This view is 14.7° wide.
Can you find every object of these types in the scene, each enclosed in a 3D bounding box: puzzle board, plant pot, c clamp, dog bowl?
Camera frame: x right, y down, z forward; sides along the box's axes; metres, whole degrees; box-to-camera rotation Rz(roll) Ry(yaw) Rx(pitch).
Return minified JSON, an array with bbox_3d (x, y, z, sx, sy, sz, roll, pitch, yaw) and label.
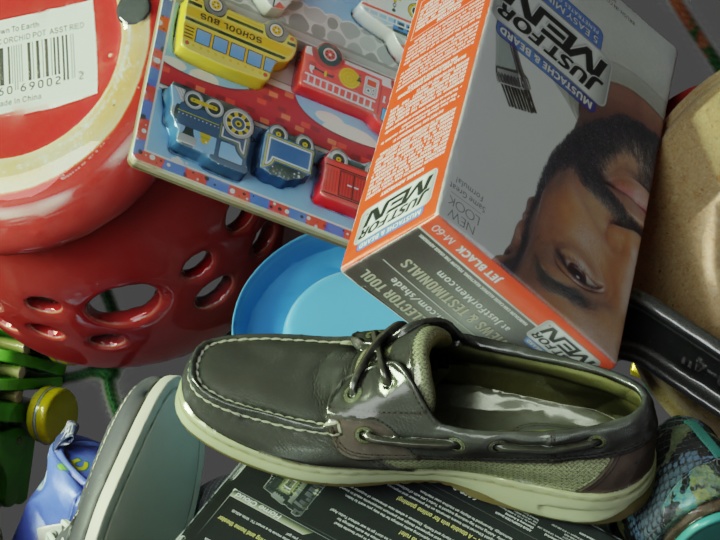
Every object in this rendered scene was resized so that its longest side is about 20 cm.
[{"bbox_3d":[0.000,-0.078,1.254,0.017,0.200,0.151,-41,34,52],"label":"puzzle board"},{"bbox_3d":[-0.135,-0.074,1.328,0.200,0.183,0.201,-6,68,14],"label":"plant pot"},{"bbox_3d":[0.135,0.094,1.229,0.200,0.027,0.171,29,124,29],"label":"c clamp"},{"bbox_3d":[0.014,0.072,1.244,0.111,0.050,0.200,-19,59,-5],"label":"dog bowl"}]

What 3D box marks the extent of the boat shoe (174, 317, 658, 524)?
[{"bbox_3d":[0.024,0.049,1.137,0.200,0.066,0.072,11,44,6],"label":"boat shoe"}]

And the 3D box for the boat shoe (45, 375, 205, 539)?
[{"bbox_3d":[-0.130,0.137,1.270,0.063,0.073,0.201,16,86,31],"label":"boat shoe"}]

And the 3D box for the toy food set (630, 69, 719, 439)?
[{"bbox_3d":[0.200,-0.011,1.223,0.198,0.049,0.201,19,92,31],"label":"toy food set"}]

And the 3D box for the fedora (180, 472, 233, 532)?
[{"bbox_3d":[-0.039,0.201,1.296,0.176,0.090,0.201,18,83,30],"label":"fedora"}]

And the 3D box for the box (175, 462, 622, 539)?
[{"bbox_3d":[0.018,0.150,1.124,0.200,0.044,0.160,26,55,21],"label":"box"}]

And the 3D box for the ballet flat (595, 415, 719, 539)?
[{"bbox_3d":[0.110,0.137,1.215,0.074,0.074,0.200,55,133,26],"label":"ballet flat"}]

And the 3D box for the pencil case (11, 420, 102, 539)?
[{"bbox_3d":[-0.158,0.177,1.374,0.078,0.087,0.200,32,99,11],"label":"pencil case"}]

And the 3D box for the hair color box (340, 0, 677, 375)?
[{"bbox_3d":[0.069,-0.051,1.212,0.064,0.111,0.200,-30,32,40],"label":"hair color box"}]

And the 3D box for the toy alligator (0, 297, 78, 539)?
[{"bbox_3d":[-0.184,0.076,1.425,0.059,0.054,0.201,10,86,31],"label":"toy alligator"}]
